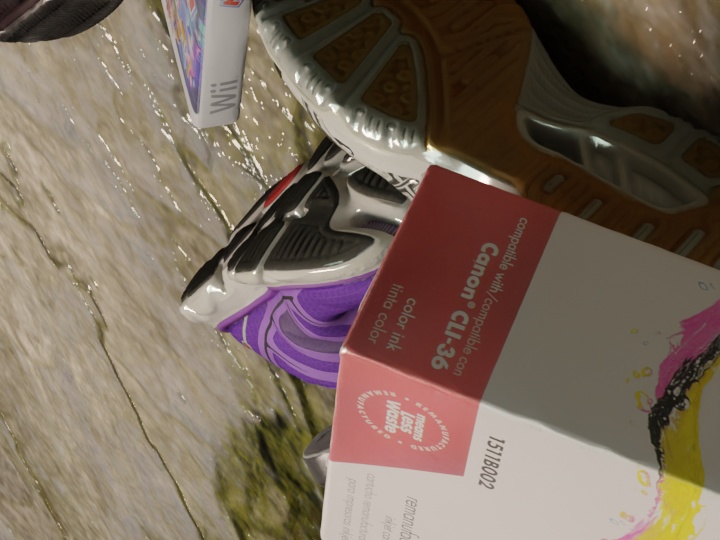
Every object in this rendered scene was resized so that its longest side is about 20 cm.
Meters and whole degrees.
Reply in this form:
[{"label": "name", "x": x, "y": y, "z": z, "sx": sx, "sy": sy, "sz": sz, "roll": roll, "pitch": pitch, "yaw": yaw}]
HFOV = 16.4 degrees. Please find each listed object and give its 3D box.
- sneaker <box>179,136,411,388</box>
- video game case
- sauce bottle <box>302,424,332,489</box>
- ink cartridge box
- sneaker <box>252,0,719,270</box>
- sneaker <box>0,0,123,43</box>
[{"label": "sneaker", "x": 0.000, "y": 0.000, "z": 0.898, "sx": 0.083, "sy": 0.081, "sz": 0.200, "roll": 39, "pitch": 165, "yaw": -6}, {"label": "video game case", "x": -0.053, "y": -0.156, "z": 0.753, "sx": 0.200, "sy": 0.018, "sz": 0.144, "roll": 101, "pitch": 156, "yaw": -60}, {"label": "sauce bottle", "x": 0.044, "y": 0.146, "z": 0.993, "sx": 0.201, "sy": 0.065, "sz": 0.065, "roll": 58, "pitch": 157, "yaw": -10}, {"label": "ink cartridge box", "x": 0.094, "y": 0.060, "z": 0.681, "sx": 0.199, "sy": 0.068, "sz": 0.117, "roll": 20, "pitch": 150, "yaw": 9}, {"label": "sneaker", "x": 0.039, "y": -0.025, "z": 0.756, "sx": 0.200, "sy": 0.075, "sz": 0.088, "roll": 41, "pitch": 153, "yaw": 30}, {"label": "sneaker", "x": -0.105, "y": -0.167, "z": 0.819, "sx": 0.200, "sy": 0.075, "sz": 0.116, "roll": 114, "pitch": 155, "yaw": -60}]
